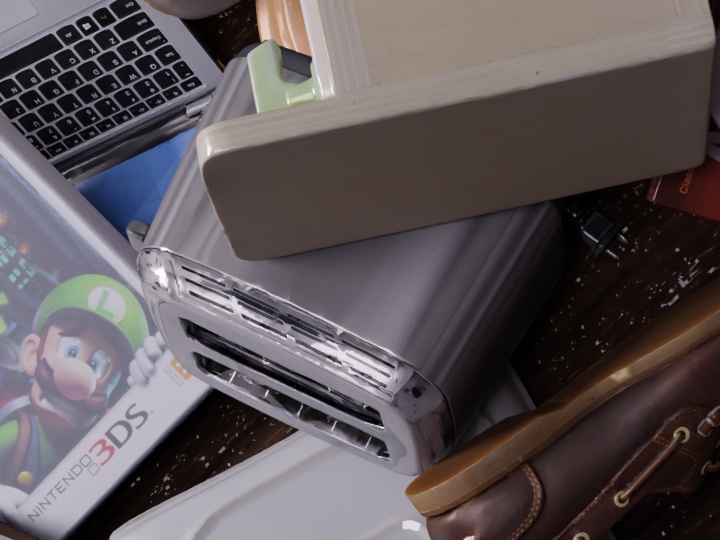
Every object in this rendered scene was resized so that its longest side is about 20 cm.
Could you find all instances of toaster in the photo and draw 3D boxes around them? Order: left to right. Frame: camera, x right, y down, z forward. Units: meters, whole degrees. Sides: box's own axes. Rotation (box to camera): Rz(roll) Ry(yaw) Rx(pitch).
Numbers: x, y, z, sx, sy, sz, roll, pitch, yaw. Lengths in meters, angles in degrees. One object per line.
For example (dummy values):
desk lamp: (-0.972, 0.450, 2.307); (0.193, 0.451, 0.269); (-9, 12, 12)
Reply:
toaster: (0.000, 0.000, 1.189); (0.200, 0.114, 0.129); (25, 70, 15)

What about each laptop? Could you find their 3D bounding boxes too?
laptop: (-0.154, -0.038, 1.296); (0.187, 0.200, 0.116); (-24, 35, 22)

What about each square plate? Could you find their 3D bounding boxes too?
square plate: (0.015, 0.142, 1.190); (0.198, 0.028, 0.200); (-30, 63, -4)

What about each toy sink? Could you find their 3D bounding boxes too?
toy sink: (0.031, -0.093, 1.091); (0.200, 0.130, 0.112); (-13, 71, 1)

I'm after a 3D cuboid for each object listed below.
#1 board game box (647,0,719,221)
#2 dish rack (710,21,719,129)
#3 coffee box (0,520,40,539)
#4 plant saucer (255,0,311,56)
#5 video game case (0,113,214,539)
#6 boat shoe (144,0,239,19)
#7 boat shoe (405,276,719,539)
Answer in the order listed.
board game box: (0.197, -0.111, 1.150); (0.103, 0.019, 0.200); (16, 96, -2)
dish rack: (0.242, -0.123, 1.118); (0.171, 0.044, 0.200); (21, 96, -5)
coffee box: (-0.158, 0.186, 1.239); (0.200, 0.080, 0.115); (17, 117, 50)
plant saucer: (0.040, -0.135, 1.255); (0.200, 0.032, 0.201); (-3, 84, 26)
video game case: (-0.184, 0.031, 1.308); (0.200, 0.023, 0.182); (45, 113, 2)
boat shoe: (-0.056, -0.201, 1.271); (0.072, 0.076, 0.200); (-3, 57, 53)
boat shoe: (0.117, 0.067, 1.161); (0.200, 0.070, 0.070); (-34, 95, -5)
